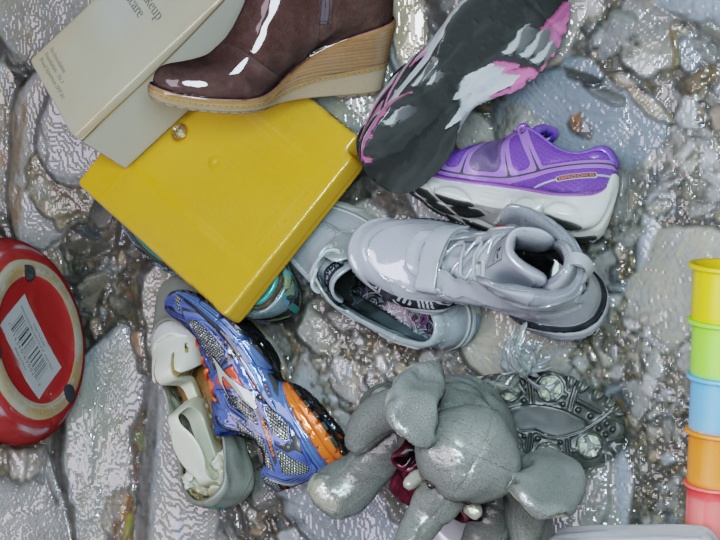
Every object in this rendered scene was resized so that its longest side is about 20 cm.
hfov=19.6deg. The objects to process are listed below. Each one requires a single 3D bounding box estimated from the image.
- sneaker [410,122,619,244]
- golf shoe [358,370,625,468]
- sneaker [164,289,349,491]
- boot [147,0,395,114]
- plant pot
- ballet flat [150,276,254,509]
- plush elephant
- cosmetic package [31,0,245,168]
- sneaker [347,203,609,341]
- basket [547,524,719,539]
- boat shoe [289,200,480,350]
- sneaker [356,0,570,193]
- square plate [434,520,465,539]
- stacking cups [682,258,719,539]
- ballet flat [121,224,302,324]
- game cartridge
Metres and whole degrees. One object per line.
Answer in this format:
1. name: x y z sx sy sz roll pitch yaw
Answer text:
1. sneaker: 0.109 -0.073 1.552 0.200 0.081 0.084 12 74 35
2. golf shoe: 0.101 0.106 1.562 0.200 0.088 0.077 4 93 11
3. sneaker: -0.098 0.095 1.673 0.078 0.075 0.200 -42 72 4
4. boot: -0.069 -0.210 1.583 0.072 0.200 0.167 -142 47 -62
5. plant pot: -0.349 0.067 1.791 0.182 0.200 0.201 -9 89 25
6. ballet flat: -0.140 0.101 1.726 0.067 0.064 0.200 -22 81 33
7. plush elephant: 0.065 0.138 1.447 0.165 0.155 0.200 32 105 2
8. cosmetic package: -0.156 -0.190 1.664 0.200 0.073 0.104 -43 54 11
9. sneaker: 0.082 -0.010 1.508 0.200 0.115 0.075 15 73 13
10. basket: 0.188 0.293 1.461 0.135 0.123 0.200 -5 104 34
11. boat shoe: 0.000 0.001 1.618 0.201 0.071 0.070 31 110 28
12. sneaker: 0.063 -0.148 1.540 0.200 0.086 0.080 -43 109 -5
13. square plate: 0.076 0.306 1.618 0.198 0.028 0.200 41 115 25
14. stacking cups: 0.251 0.094 1.463 0.060 0.060 0.200 9 99 33
15. ballet flat: -0.122 -0.014 1.701 0.200 0.074 0.074 39 114 33
16. game cartridge: -0.109 -0.081 1.664 0.200 0.032 0.176 40 92 31
